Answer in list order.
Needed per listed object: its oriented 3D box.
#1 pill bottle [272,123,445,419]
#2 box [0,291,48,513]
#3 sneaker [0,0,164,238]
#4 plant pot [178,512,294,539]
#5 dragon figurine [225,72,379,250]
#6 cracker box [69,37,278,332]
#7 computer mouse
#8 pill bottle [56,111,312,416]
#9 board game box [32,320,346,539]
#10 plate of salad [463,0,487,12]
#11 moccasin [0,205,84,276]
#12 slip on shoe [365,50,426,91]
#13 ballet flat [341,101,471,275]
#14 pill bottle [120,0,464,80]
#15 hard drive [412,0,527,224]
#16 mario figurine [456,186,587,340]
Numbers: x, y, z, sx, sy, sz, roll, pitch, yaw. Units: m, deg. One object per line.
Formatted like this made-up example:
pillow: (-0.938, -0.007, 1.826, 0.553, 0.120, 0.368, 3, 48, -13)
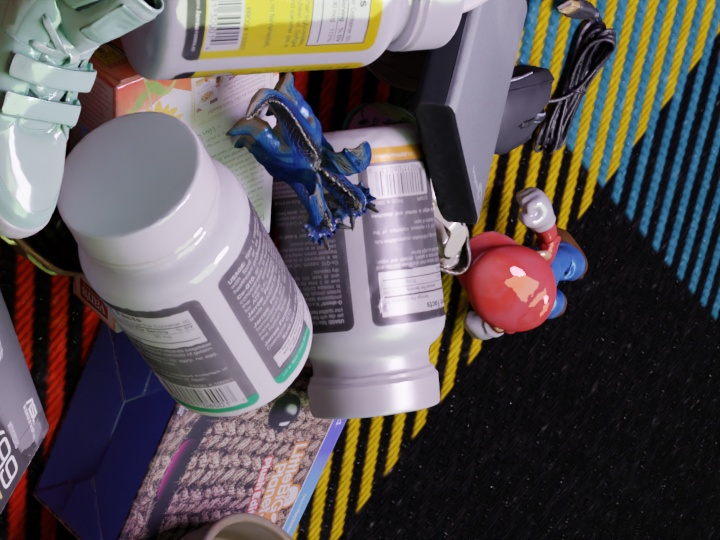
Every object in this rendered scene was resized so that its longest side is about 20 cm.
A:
pill bottle: (0.000, 0.000, 1.412, 0.116, 0.116, 0.201, -9, 94, -47)
box: (-0.271, 0.093, 1.242, 0.201, 0.050, 0.158, 82, 27, -47)
sneaker: (-0.167, -0.117, 1.102, 0.074, 0.118, 0.202, -2, 94, -51)
plant pot: (-0.127, 0.294, 1.417, 0.173, 0.201, 0.200, -23, 157, 26)
dragon figurine: (-0.030, -0.070, 1.261, 0.059, 0.099, 0.200, -46, 176, -9)
cracker box: (-0.125, -0.072, 1.320, 0.134, 0.058, 0.201, -26, 137, -34)
computer mouse: (0.139, -0.151, 1.582, 0.199, 0.046, 0.141, 0, 121, -51)
pill bottle: (-0.110, -0.003, 1.248, 0.113, 0.113, 0.200, -44, 144, -14)
board game box: (-0.117, 0.120, 1.468, 0.199, 0.097, 0.160, 0, 120, -51)
plate of salad: (0.055, -0.268, 1.312, 0.199, 0.048, 0.201, -7, 103, -32)
moccasin: (-0.215, -0.063, 1.196, 0.074, 0.078, 0.202, -40, 144, -18)
slip on shoe: (0.031, -0.177, 1.412, 0.076, 0.061, 0.200, -51, 147, -3)
ballet flat: (0.048, -0.059, 1.532, 0.069, 0.071, 0.200, -43, 146, -8)
pill bottle: (-0.043, -0.179, 1.218, 0.199, 0.114, 0.115, -6, 127, -23)
hard drive: (0.081, -0.154, 1.422, 0.140, 0.033, 0.201, 73, 28, -55)
mario figurine: (0.126, -0.005, 1.681, 0.200, 0.105, 0.124, 1, 84, -71)
